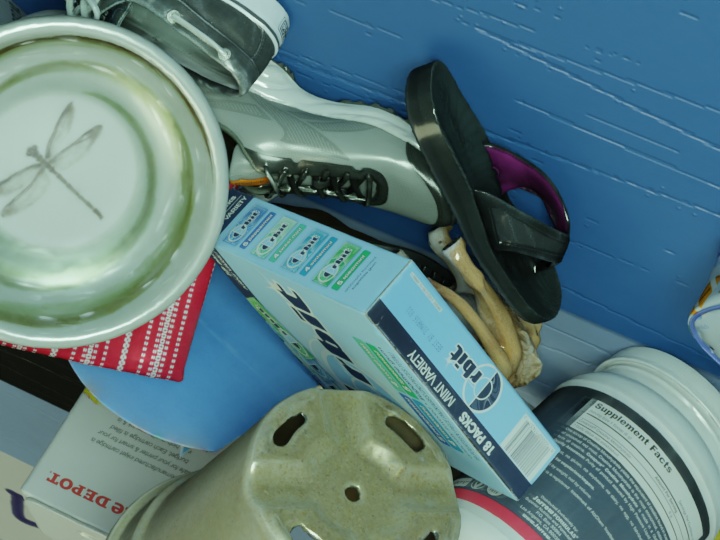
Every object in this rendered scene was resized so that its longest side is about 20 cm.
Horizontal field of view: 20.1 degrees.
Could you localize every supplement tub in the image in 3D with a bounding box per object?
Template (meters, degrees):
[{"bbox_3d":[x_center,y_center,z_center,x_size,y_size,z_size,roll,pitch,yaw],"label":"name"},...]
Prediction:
[{"bbox_3d":[0.140,0.154,1.287,0.140,0.200,0.141,36,148,27],"label":"supplement tub"}]

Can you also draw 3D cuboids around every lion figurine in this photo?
[{"bbox_3d":[0.069,0.036,1.256,0.123,0.072,0.200,57,-170,-6],"label":"lion figurine"}]

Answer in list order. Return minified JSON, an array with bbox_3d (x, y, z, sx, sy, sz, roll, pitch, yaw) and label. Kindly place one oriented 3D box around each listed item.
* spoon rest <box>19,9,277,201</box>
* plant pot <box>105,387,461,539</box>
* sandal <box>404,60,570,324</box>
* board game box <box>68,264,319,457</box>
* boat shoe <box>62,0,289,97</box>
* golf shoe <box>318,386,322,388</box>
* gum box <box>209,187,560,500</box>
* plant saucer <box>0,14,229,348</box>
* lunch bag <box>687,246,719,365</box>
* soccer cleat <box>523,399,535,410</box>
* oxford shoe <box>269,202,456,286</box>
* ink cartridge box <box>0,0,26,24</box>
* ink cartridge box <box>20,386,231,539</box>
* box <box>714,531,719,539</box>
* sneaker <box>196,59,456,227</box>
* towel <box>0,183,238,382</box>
[{"bbox_3d":[-0.137,-0.099,1.299,0.200,0.061,0.099,34,-173,-11],"label":"spoon rest"},{"bbox_3d":[-0.036,0.169,1.202,0.200,0.201,0.184,32,139,-5],"label":"plant pot"},{"bbox_3d":[0.086,-0.040,1.185,0.048,0.076,0.201,-15,134,21],"label":"sandal"},{"bbox_3d":[-0.107,0.050,1.348,0.158,0.200,0.039,41,137,20],"label":"board game box"},{"bbox_3d":[-0.143,-0.161,1.202,0.199,0.068,0.074,28,154,3],"label":"boat shoe"},{"bbox_3d":[-0.012,0.057,1.433,0.199,0.092,0.075,30,153,-3],"label":"golf shoe"},{"bbox_3d":[0.006,0.041,1.207,0.200,0.045,0.170,22,156,54],"label":"gum box"},{"bbox_3d":[-0.178,-0.055,1.194,0.200,0.200,0.050,41,-173,-22],"label":"plant saucer"},{"bbox_3d":[0.281,0.029,1.096,0.160,0.076,0.200,41,153,-16],"label":"lunch bag"},{"bbox_3d":[0.117,0.125,1.415,0.199,0.070,0.078,18,152,-7],"label":"soccer cleat"},{"bbox_3d":[0.000,0.000,1.359,0.199,0.073,0.084,27,-166,-20],"label":"oxford shoe"},{"bbox_3d":[-0.221,-0.099,1.303,0.200,0.084,0.145,44,-169,-27],"label":"ink cartridge box"},{"bbox_3d":[-0.151,0.138,1.597,0.144,0.200,0.084,23,153,16],"label":"ink cartridge box"},{"bbox_3d":[0.265,0.280,1.506,0.193,0.122,0.200,42,152,-24],"label":"box"},{"bbox_3d":[-0.031,-0.068,1.241,0.199,0.080,0.074,24,152,10],"label":"sneaker"},{"bbox_3d":[-0.185,-0.015,1.246,0.199,0.145,0.022,13,-165,-17],"label":"towel"}]
